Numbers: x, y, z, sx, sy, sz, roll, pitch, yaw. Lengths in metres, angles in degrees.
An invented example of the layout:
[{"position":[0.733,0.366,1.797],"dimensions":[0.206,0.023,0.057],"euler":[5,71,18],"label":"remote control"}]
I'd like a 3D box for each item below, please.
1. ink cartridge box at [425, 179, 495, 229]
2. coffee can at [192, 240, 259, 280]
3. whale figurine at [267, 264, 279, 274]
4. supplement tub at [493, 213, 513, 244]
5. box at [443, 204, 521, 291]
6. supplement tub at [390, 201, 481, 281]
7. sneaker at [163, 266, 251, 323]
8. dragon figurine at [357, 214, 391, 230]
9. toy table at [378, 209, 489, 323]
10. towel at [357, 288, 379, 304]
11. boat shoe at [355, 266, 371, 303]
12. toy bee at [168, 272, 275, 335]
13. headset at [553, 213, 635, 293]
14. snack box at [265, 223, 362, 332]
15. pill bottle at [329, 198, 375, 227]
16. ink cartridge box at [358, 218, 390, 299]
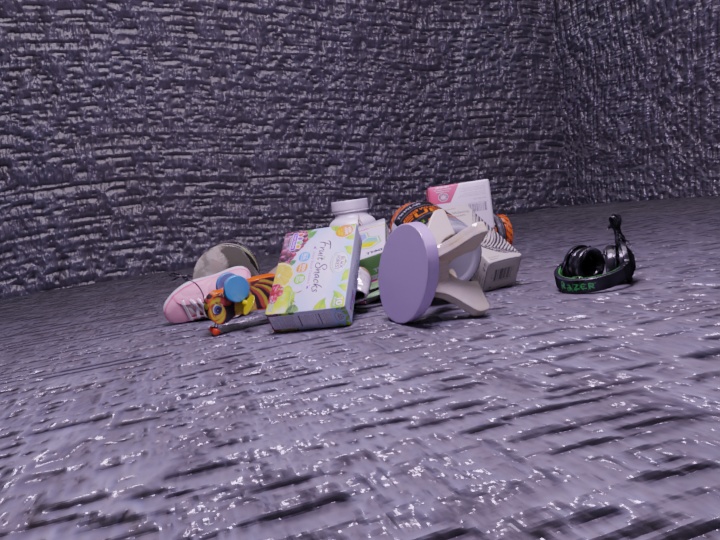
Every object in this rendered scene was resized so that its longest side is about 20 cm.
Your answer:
[{"position":[0.234,-0.095,1.483],"dimensions":[0.143,0.204,0.085],"euler":[-7,0,3],"label":"ink cartridge box"},{"position":[-0.305,0.011,1.485],"dimensions":[0.144,0.149,0.200],"euler":[-9,7,-8],"label":"coffee can"},{"position":[-0.100,0.009,1.297],"dimensions":[0.158,0.105,0.200],"euler":[-31,3,34],"label":"whale figurine"},{"position":[0.291,-0.085,1.694],"dimensions":[0.196,0.125,0.122],"euler":[-9,6,-15],"label":"supplement tub"},{"position":[0.222,-0.049,1.261],"dimensions":[0.081,0.069,0.200],"euler":[-12,39,-23],"label":"box"},{"position":[0.129,-0.054,1.185],"dimensions":[0.120,0.125,0.200],"euler":[-9,22,-14],"label":"supplement tub"},{"position":[-0.310,0.064,1.327],"dimensions":[0.198,0.076,0.105],"euler":[-25,33,-9],"label":"sneaker"},{"position":[0.070,-0.044,1.418],"dimensions":[0.198,0.059,0.100],"euler":[26,-16,8],"label":"dragon figurine"},{"position":[0.111,-0.005,0.994],"dimensions":[0.115,0.187,0.200],"euler":[-11,-15,-21],"label":"toy table"},{"position":[-0.029,0.045,1.349],"dimensions":[0.197,0.031,0.146],"euler":[-5,6,32],"label":"towel"},{"position":[-0.075,0.051,1.171],"dimensions":[0.197,0.071,0.070],"euler":[-20,31,17],"label":"boat shoe"},{"position":[-0.239,0.058,1.162],"dimensions":[0.196,0.111,0.131],"euler":[2,6,-7],"label":"toy bee"},{"position":[0.409,-0.025,1.101],"dimensions":[0.122,0.096,0.199],"euler":[-2,20,45],"label":"headset"},{"position":[-0.076,0.010,1.124],"dimensions":[0.140,0.053,0.202],"euler":[-6,45,13],"label":"snack box"},{"position":[-0.012,-0.059,1.471],"dimensions":[0.110,0.204,0.112],"euler":[-8,6,1],"label":"pill bottle"},{"position":[0.010,-0.022,1.274],"dimensions":[0.102,0.060,0.201],"euler":[-18,28,12],"label":"ink cartridge box"}]
